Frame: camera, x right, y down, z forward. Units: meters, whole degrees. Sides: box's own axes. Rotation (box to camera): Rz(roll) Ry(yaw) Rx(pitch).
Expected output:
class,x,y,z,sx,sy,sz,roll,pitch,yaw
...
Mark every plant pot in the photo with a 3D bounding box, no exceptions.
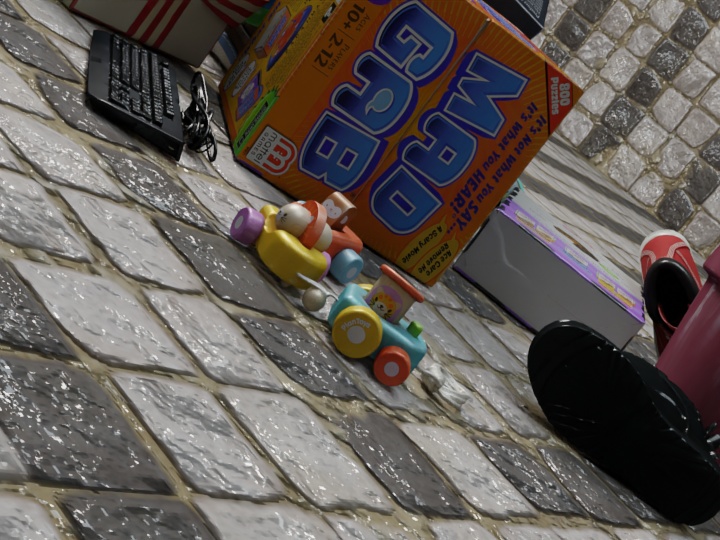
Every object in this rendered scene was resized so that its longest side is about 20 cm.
class,x,y,z,sx,sy,sz,roll,pitch,yaw
plant pot,0.341,0.090,1.229,0.200,0.179,0.200,41,7,-6

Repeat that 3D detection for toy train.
class,x,y,z,sx,sy,sz,roll,pitch,yaw
toy train,0.000,0.000,0.930,0.200,0.056,0.150,46,16,33

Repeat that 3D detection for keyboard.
class,x,y,z,sx,sy,sz,roll,pitch,yaw
keyboard,-0.146,-0.137,1.045,0.104,0.040,0.200,32,15,-21

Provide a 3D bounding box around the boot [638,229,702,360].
class,x,y,z,sx,sy,sz,roll,pitch,yaw
boot,0.313,0.072,1.372,0.144,0.072,0.201,-60,131,-71

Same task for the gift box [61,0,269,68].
class,x,y,z,sx,sy,sz,roll,pitch,yaw
gift box,-0.175,-0.307,1.213,0.184,0.201,0.187,10,31,-52

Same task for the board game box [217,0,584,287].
class,x,y,z,sx,sy,sz,roll,pitch,yaw
board game box,0.024,-0.151,1.185,0.199,0.200,0.200,32,14,-21

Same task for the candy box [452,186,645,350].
class,x,y,z,sx,sy,sz,roll,pitch,yaw
candy box,0.184,0.007,1.363,0.167,0.072,0.200,38,14,4

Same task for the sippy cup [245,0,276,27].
class,x,y,z,sx,sy,sz,roll,pitch,yaw
sippy cup,-0.052,-0.301,1.326,0.139,0.131,0.178,-15,38,-37

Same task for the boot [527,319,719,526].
class,x,y,z,sx,sy,sz,roll,pitch,yaw
boot,0.200,0.097,1.097,0.198,0.073,0.163,43,15,-8

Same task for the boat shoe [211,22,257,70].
class,x,y,z,sx,sy,sz,roll,pitch,yaw
boat shoe,-0.089,-0.210,1.367,0.200,0.073,0.072,46,16,30

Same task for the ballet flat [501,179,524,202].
class,x,y,z,sx,sy,sz,roll,pitch,yaw
ballet flat,0.141,-0.091,1.628,0.074,0.074,0.200,35,11,-11

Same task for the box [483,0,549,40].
class,x,y,z,sx,sy,sz,roll,pitch,yaw
box,0.103,-0.268,1.423,0.107,0.148,0.200,43,31,-15

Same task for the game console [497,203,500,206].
class,x,y,z,sx,sy,sz,roll,pitch,yaw
game console,0.048,-0.161,1.445,0.170,0.119,0.200,-3,38,-38
